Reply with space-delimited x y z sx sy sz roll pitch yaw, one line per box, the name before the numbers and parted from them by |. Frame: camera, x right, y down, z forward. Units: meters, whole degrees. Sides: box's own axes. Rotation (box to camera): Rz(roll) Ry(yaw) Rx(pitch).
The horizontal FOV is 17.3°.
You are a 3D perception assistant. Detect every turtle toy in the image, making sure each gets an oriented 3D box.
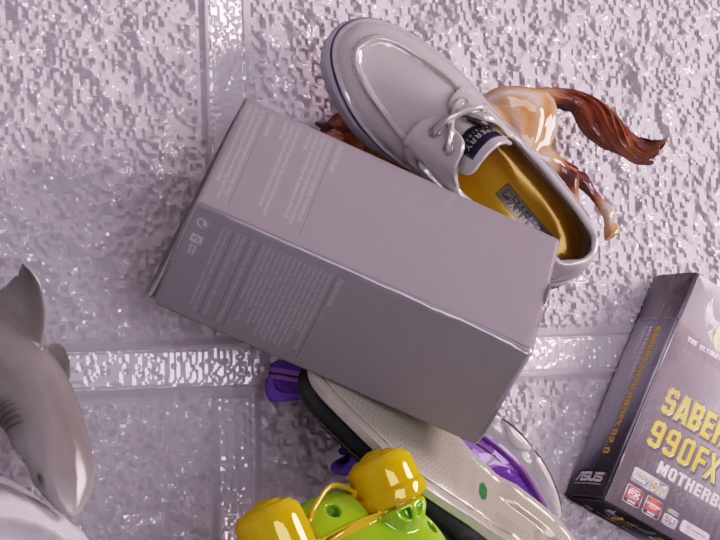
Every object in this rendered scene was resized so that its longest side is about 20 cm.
turtle toy | -0.027 0.188 1.238 0.200 0.101 0.146 -21 86 -33

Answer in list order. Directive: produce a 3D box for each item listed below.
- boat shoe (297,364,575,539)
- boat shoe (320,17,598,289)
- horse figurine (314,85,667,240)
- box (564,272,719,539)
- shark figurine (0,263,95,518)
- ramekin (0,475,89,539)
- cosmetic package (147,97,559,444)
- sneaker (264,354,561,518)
boat shoe | 0.034 0.125 1.316 0.200 0.068 0.072 43 30 -10
boat shoe | 0.060 -0.071 1.343 0.071 0.070 0.200 -42 93 -16
horse figurine | 0.079 -0.060 1.408 0.200 0.050 0.133 -24 82 -19
box | 0.244 0.117 1.498 0.200 0.048 0.159 32 74 -24
shark figurine | -0.211 0.023 1.226 0.214 0.090 0.128 32 36 -6
ramekin | -0.212 0.201 1.215 0.200 0.105 0.201 1 88 -28
cosmetic package | 0.000 0.000 1.294 0.200 0.090 0.107 27 39 -4
sneaker | 0.028 0.098 1.380 0.200 0.081 0.083 35 86 -13
